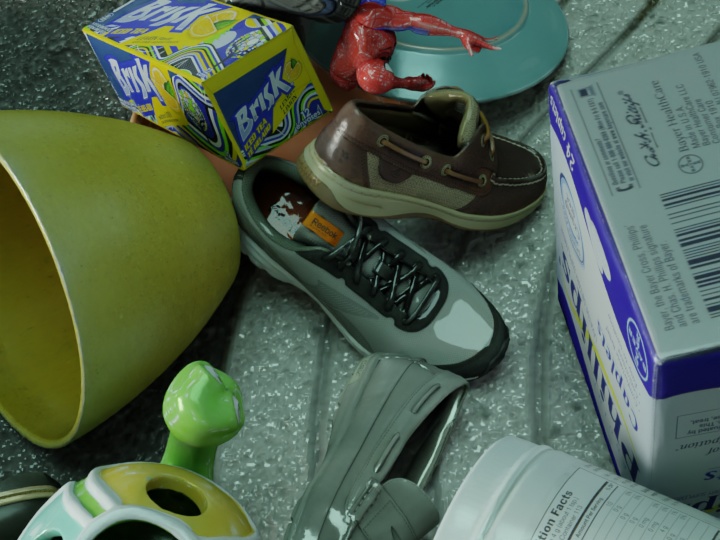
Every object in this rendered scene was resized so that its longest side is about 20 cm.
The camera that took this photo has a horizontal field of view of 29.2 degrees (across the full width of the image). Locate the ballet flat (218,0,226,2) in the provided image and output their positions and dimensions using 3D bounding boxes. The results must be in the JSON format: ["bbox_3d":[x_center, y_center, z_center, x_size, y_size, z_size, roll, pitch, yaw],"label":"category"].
[{"bbox_3d":[-0.093,-0.218,1.023,0.067,0.064,0.200,-16,17,-26],"label":"ballet flat"}]

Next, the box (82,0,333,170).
[{"bbox_3d":[-0.103,-0.129,0.878,0.070,0.064,0.200,-35,31,-17],"label":"box"}]

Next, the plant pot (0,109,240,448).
[{"bbox_3d":[-0.158,-0.013,0.832,0.142,0.201,0.200,-23,50,-35],"label":"plant pot"}]

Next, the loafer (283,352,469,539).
[{"bbox_3d":[0.007,0.131,0.753,0.069,0.070,0.201,6,55,21],"label":"loafer"}]

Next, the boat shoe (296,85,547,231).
[{"bbox_3d":[0.054,-0.074,0.840,0.199,0.072,0.072,2,41,-41],"label":"boat shoe"}]

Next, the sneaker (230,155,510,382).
[{"bbox_3d":[0.000,0.000,0.829,0.200,0.079,0.074,33,77,11],"label":"sneaker"}]

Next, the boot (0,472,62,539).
[{"bbox_3d":[-0.229,0.211,0.740,0.199,0.078,0.139,-31,60,0],"label":"boot"}]

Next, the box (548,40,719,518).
[{"bbox_3d":[0.173,0.019,0.726,0.104,0.200,0.185,-13,52,1],"label":"box"}]

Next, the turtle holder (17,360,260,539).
[{"bbox_3d":[-0.099,0.154,0.688,0.185,0.132,0.141,-41,80,-19],"label":"turtle holder"}]

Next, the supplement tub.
[{"bbox_3d":[0.137,0.175,0.660,0.199,0.132,0.132,21,59,24],"label":"supplement tub"}]

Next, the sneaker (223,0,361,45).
[{"bbox_3d":[-0.036,-0.195,0.843,0.074,0.200,0.087,26,83,-16],"label":"sneaker"}]

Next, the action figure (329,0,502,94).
[{"bbox_3d":[0.027,-0.157,0.879,0.099,0.065,0.200,18,33,-11],"label":"action figure"}]

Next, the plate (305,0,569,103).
[{"bbox_3d":[0.051,-0.185,0.980,0.199,0.026,0.201,2,44,-2],"label":"plate"}]

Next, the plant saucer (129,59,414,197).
[{"bbox_3d":[-0.060,-0.094,0.954,0.199,0.038,0.201,-4,53,5],"label":"plant saucer"}]
